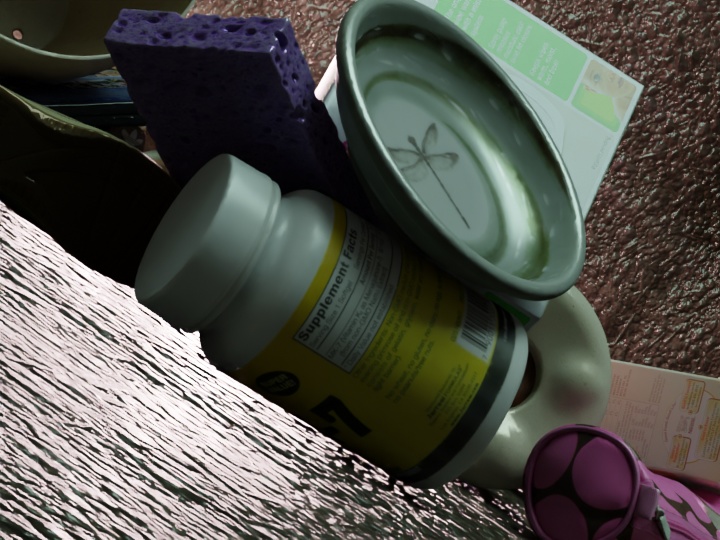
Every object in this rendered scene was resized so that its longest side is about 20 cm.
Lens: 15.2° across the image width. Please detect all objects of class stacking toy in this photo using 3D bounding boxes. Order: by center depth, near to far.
[{"bbox_3d":[0.066,0.069,1.768,0.146,0.147,0.200,32,-12,-11],"label":"stacking toy"}]

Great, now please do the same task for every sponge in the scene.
[{"bbox_3d":[-0.059,-0.062,1.524,0.111,0.030,0.201,5,-40,29],"label":"sponge"}]

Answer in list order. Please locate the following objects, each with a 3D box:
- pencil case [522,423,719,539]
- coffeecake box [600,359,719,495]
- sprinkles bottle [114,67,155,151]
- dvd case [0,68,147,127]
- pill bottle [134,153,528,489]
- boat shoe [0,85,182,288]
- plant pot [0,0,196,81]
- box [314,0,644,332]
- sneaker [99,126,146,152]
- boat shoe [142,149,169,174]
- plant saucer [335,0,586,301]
[{"bbox_3d":[0.180,0.159,1.692,0.093,0.091,0.200,-1,-15,30],"label":"pencil case"},{"bbox_3d":[0.191,0.114,1.864,0.199,0.074,0.153,10,-12,30],"label":"coffeecake box"},{"bbox_3d":[-0.140,-0.089,1.886,0.068,0.068,0.200,34,-12,18],"label":"sprinkles bottle"},{"bbox_3d":[-0.204,-0.114,1.694,0.142,0.018,0.200,-5,15,-34],"label":"dvd case"},{"bbox_3d":[-0.017,0.027,1.486,0.199,0.115,0.114,32,4,-19],"label":"pill bottle"},{"bbox_3d":[-0.171,-0.056,1.555,0.199,0.071,0.065,35,0,-8],"label":"boat shoe"},{"bbox_3d":[-0.206,-0.199,1.666,0.200,0.201,0.134,32,-29,-13],"label":"plant pot"},{"bbox_3d":[0.050,-0.068,1.642,0.176,0.201,0.097,33,-36,-7],"label":"box"},{"bbox_3d":[-0.169,-0.073,1.754,0.070,0.076,0.200,32,5,-19],"label":"sneaker"},{"bbox_3d":[-0.103,-0.021,1.681,0.072,0.076,0.200,37,6,22],"label":"boat shoe"},{"bbox_3d":[0.045,-0.061,1.520,0.200,0.050,0.201,36,33,-29],"label":"plant saucer"}]
